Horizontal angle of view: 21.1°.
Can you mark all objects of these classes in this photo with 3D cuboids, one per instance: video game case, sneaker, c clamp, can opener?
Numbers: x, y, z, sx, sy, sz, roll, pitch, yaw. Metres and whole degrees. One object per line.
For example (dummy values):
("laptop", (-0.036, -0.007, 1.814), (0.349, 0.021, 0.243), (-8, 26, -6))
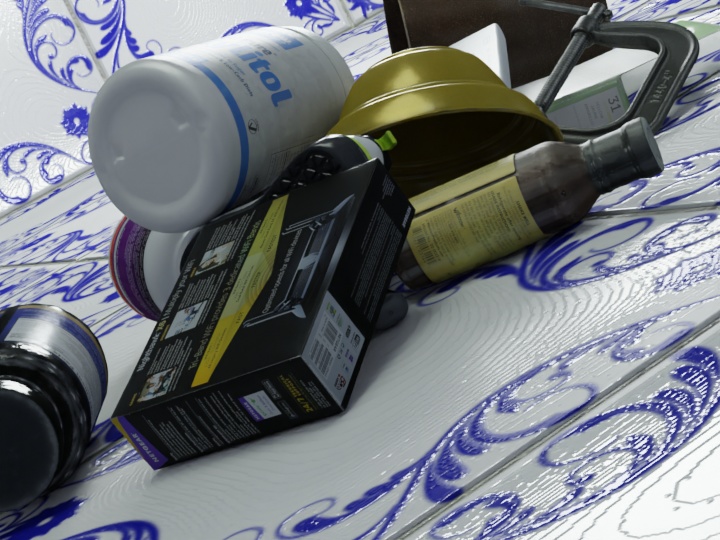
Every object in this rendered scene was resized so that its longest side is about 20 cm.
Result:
("video game case", (0.043, -0.138, 1.647), (0.181, 0.024, 0.200), (-26, 19, 12))
("sneaker", (-0.046, -0.034, 1.403), (0.200, 0.072, 0.083), (-35, -4, 33))
("c clamp", (0.184, -0.156, 1.563), (0.170, 0.027, 0.200), (5, 43, 22))
("can opener", (0.000, 0.000, 1.396), (0.067, 0.054, 0.200), (-30, 13, -13))

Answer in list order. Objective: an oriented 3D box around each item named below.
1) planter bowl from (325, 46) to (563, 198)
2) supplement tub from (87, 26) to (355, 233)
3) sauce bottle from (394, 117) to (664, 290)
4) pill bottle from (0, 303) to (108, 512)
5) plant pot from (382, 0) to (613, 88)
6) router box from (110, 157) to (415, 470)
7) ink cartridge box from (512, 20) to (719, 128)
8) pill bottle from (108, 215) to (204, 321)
("planter bowl", (0.050, -0.115, 1.480), (0.199, 0.084, 0.201), (-9, -20, -3))
("supplement tub", (-0.102, -0.112, 1.479), (0.131, 0.133, 0.200), (-19, 5, 33))
("sauce bottle", (0.112, -0.048, 1.338), (0.199, 0.065, 0.065), (-21, 12, 17))
("pill bottle", (-0.240, 0.096, 1.347), (0.111, 0.112, 0.200), (-25, 11, 4))
("plant pot", (0.135, -0.223, 1.860), (0.199, 0.188, 0.187), (-12, 10, -4))
("router box", (-0.060, 0.027, 1.263), (0.157, 0.052, 0.200), (-19, 32, 32))
("ink cartridge box", (0.209, -0.155, 1.648), (0.199, 0.048, 0.146), (-21, 11, -3))
("pill bottle", (-0.134, -0.007, 1.579), (0.112, 0.113, 0.200), (-29, 12, -16))
